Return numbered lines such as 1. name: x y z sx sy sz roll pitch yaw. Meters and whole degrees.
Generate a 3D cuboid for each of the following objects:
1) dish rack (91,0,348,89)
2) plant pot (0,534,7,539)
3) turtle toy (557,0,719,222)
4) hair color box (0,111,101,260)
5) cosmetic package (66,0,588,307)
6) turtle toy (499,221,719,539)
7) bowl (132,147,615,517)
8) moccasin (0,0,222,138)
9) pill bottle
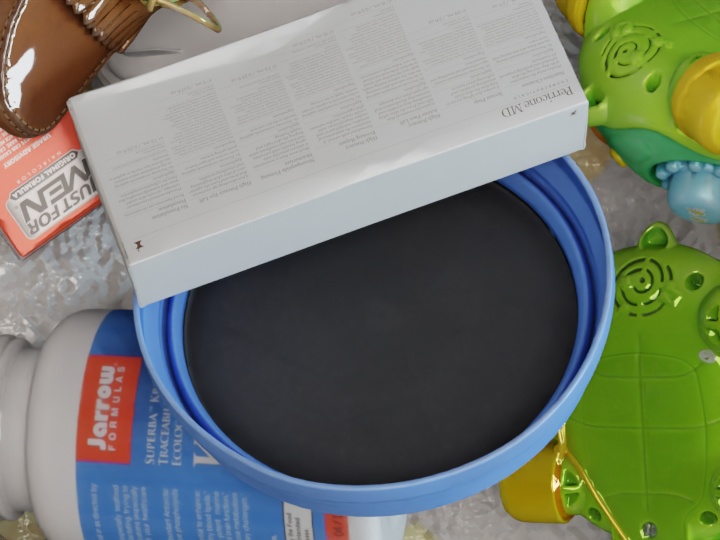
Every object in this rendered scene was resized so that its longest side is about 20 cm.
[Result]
1. dish rack: -0.047 -0.168 1.275 0.171 0.044 0.201 -4 80 14
2. plant pot: -0.214 0.189 1.272 0.200 0.093 0.202 1 95 6
3. turtle toy: 0.185 -0.085 1.298 0.199 0.146 0.101 -13 126 -20
4. hair color box: -0.185 -0.102 1.275 0.061 0.102 0.200 -35 95 -5
5. cosmetic package: -0.013 -0.060 1.194 0.199 0.051 0.083 -19 65 -6
6. turtle toy: 0.142 0.076 1.309 0.145 0.101 0.201 1 99 24
7. bowl: 0.007 0.013 1.203 0.200 0.039 0.201 -3 57 5
8. moccasin: -0.090 -0.140 1.208 0.202 0.078 0.074 -52 139 -17
9. pill bottle: -0.082 0.074 1.266 0.199 0.112 0.113 1 91 9
